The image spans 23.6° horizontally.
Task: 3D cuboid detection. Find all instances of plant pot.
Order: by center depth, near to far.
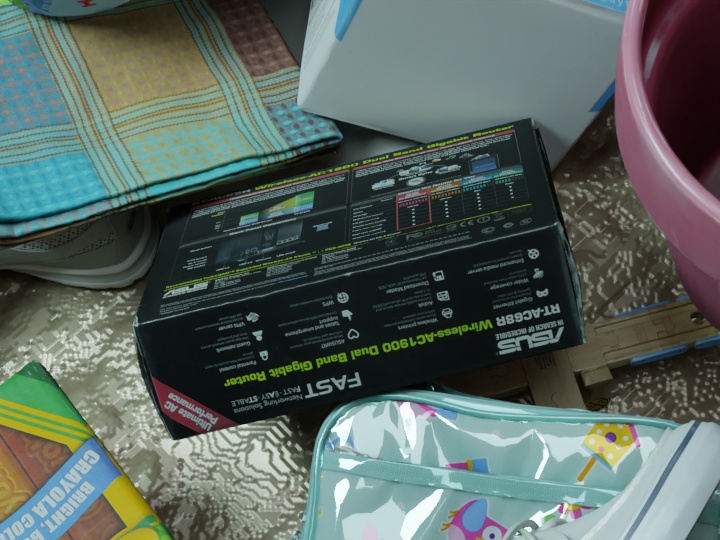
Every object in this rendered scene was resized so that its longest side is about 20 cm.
[{"bbox_3d":[0.209,-0.052,0.771,0.197,0.179,0.202,-2,64,4],"label":"plant pot"}]

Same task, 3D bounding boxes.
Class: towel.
[{"bbox_3d":[-0.125,-0.092,0.878,0.198,0.022,0.147,-17,59,-24],"label":"towel"}]

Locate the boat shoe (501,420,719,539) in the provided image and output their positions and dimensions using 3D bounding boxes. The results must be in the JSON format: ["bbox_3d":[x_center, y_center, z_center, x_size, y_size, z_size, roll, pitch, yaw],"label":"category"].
[{"bbox_3d":[0.071,0.133,0.689,0.067,0.074,0.201,36,85,14],"label":"boat shoe"}]

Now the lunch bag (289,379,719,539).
[{"bbox_3d":[0.064,0.132,0.767,0.198,0.077,0.162,6,83,9],"label":"lunch bag"}]

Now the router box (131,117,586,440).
[{"bbox_3d":[0.000,0.000,0.815,0.198,0.063,0.150,-13,22,6],"label":"router box"}]

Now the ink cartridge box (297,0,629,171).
[{"bbox_3d":[0.065,-0.184,0.880,0.144,0.147,0.202,14,62,-13],"label":"ink cartridge box"}]

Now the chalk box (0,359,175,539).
[{"bbox_3d":[-0.122,0.163,0.738,0.124,0.124,0.200,-37,47,-12],"label":"chalk box"}]

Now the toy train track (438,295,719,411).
[{"bbox_3d":[0.131,0.040,0.853,0.198,0.033,0.116,-15,60,-3],"label":"toy train track"}]

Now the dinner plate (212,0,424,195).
[{"bbox_3d":[-0.006,-0.110,0.946,0.198,0.024,0.202,-2,63,5],"label":"dinner plate"}]

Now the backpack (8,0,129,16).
[{"bbox_3d":[-0.120,-0.233,0.844,0.199,0.147,0.184,-32,96,-11],"label":"backpack"}]

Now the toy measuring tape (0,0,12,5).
[{"bbox_3d":[-0.158,-0.139,0.949,0.073,0.074,0.201,-31,65,-9],"label":"toy measuring tape"}]

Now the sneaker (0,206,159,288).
[{"bbox_3d":[-0.207,-0.039,0.899,0.197,0.082,0.076,-1,63,5],"label":"sneaker"}]
